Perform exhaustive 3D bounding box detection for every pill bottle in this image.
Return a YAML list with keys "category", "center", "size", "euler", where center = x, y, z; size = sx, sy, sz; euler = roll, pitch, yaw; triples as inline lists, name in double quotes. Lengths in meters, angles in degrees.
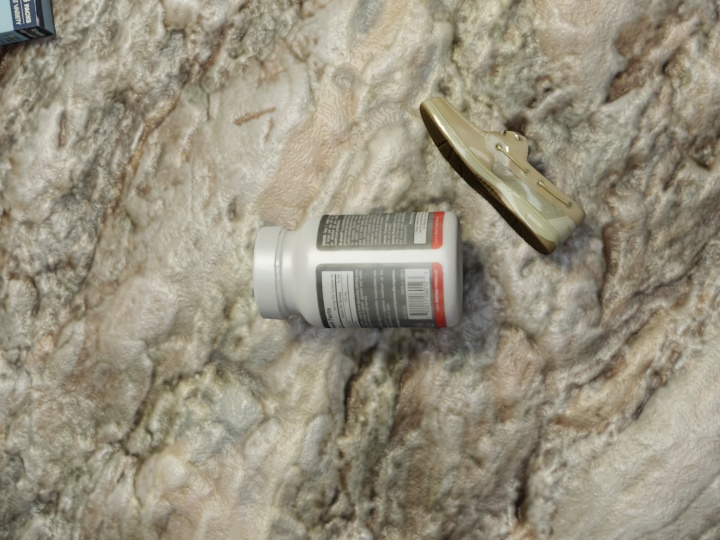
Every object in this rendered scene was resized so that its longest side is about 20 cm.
- category: "pill bottle"
  center: [0.000, 0.000, 1.036]
  size: [0.200, 0.116, 0.116]
  euler: [0, 89, 9]

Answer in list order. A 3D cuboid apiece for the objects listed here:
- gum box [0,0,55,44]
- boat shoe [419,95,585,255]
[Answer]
- category: "gum box"
  center: [-0.451, -0.330, 1.146]
  size: [0.200, 0.045, 0.170]
  euler: [-9, 87, 9]
- category: "boat shoe"
  center: [0.142, -0.107, 1.043]
  size: [0.065, 0.072, 0.200]
  euler: [-43, 86, -3]
